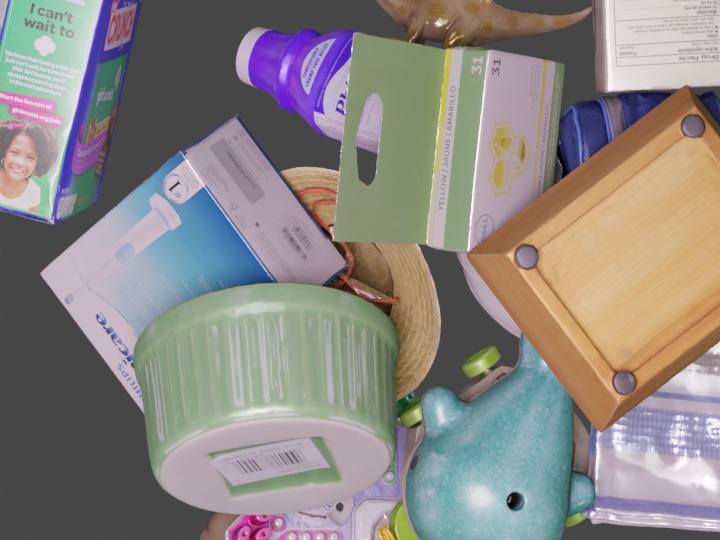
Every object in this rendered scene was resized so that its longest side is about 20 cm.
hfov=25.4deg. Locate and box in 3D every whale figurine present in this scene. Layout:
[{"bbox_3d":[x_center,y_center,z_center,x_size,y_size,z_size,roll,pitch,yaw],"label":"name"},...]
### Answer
[{"bbox_3d":[0.117,0.134,1.196,0.158,0.104,0.201,34,83,-11],"label":"whale figurine"}]

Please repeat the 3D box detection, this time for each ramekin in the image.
[{"bbox_3d":[-0.065,0.101,1.168,0.198,0.200,0.098,-9,59,5],"label":"ramekin"}]

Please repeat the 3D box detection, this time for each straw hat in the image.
[{"bbox_3d":[0.000,0.000,1.266,0.200,0.085,0.203,14,120,26],"label":"straw hat"}]

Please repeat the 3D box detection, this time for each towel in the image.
[{"bbox_3d":[0.256,0.107,1.271,0.145,0.024,0.202,6,82,3],"label":"towel"}]

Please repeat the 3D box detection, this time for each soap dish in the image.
[{"bbox_3d":[0.199,-0.009,1.105,0.199,0.081,0.158,-37,88,-2],"label":"soap dish"}]

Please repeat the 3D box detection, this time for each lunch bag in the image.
[{"bbox_3d":[0.207,-0.031,1.215,0.131,0.136,0.202,-6,85,1],"label":"lunch bag"}]

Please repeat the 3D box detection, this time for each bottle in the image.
[{"bbox_3d":[-0.007,-0.141,1.230,0.199,0.065,0.084,22,80,31],"label":"bottle"}]

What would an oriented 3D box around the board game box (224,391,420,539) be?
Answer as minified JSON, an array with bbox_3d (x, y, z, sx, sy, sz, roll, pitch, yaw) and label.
[{"bbox_3d":[0.026,0.212,1.271,0.200,0.026,0.200,47,67,-5],"label":"board game box"}]

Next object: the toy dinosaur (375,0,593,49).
[{"bbox_3d":[0.080,-0.187,1.257,0.198,0.058,0.102,11,96,3],"label":"toy dinosaur"}]

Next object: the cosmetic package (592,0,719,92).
[{"bbox_3d":[0.228,-0.239,1.225,0.102,0.087,0.202,-1,96,3],"label":"cosmetic package"}]

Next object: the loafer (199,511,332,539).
[{"bbox_3d":[-0.030,0.229,1.296,0.198,0.076,0.068,17,109,-7],"label":"loafer"}]

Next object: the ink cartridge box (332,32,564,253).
[{"bbox_3d":[0.067,-0.086,1.133,0.048,0.199,0.147,9,95,38],"label":"ink cartridge box"}]

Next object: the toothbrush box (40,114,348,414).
[{"bbox_3d":[-0.132,0.000,1.239,0.200,0.085,0.147,-36,93,37],"label":"toothbrush box"}]

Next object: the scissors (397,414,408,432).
[{"bbox_3d":[-0.032,0.181,1.332,0.073,0.014,0.200,38,100,-8],"label":"scissors"}]

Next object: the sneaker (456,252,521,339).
[{"bbox_3d":[0.104,-0.023,1.259,0.075,0.089,0.201,-33,94,6],"label":"sneaker"}]

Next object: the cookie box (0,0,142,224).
[{"bbox_3d":[-0.229,-0.149,1.229,0.075,0.171,0.202,14,98,0],"label":"cookie box"}]

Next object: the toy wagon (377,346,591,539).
[{"bbox_3d":[0.091,0.164,1.267,0.199,0.040,0.156,-34,93,-20],"label":"toy wagon"}]

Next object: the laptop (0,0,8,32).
[{"bbox_3d":[-0.384,-0.227,1.258,0.200,0.116,0.188,-40,93,8],"label":"laptop"}]
